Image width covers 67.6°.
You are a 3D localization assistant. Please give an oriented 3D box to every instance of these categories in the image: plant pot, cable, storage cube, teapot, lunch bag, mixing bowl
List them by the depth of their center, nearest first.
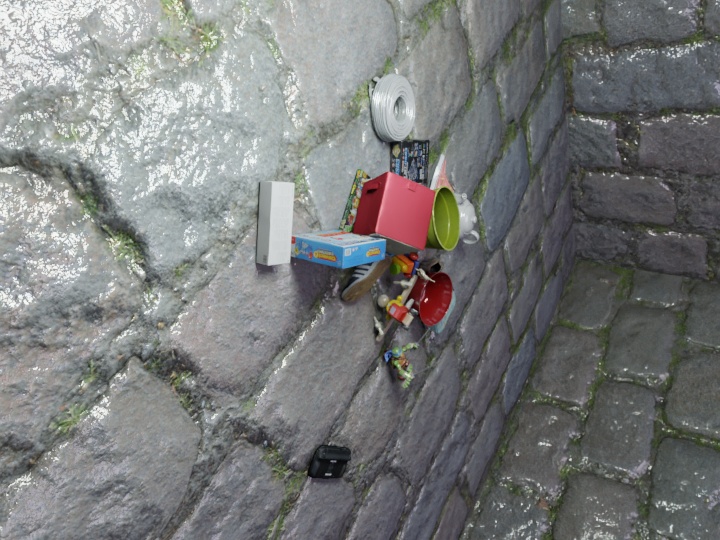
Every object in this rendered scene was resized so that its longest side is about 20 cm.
[{"bbox_3d":[0.098,-0.161,1.596,0.195,0.170,0.185,18,79,-24],"label":"storage cube"},{"bbox_3d":[0.107,-0.512,1.697,0.199,0.068,0.206,-33,125,-47],"label":"cable"},{"bbox_3d":[0.202,-0.162,1.768,0.198,0.189,0.207,6,83,-54],"label":"plant pot"},{"bbox_3d":[0.247,0.092,2.019,0.197,0.107,0.206,-17,115,-40],"label":"mixing bowl"},{"bbox_3d":[0.394,-0.205,2.132,0.198,0.143,0.204,-8,106,-55],"label":"teapot"},{"bbox_3d":[0.320,0.142,2.179,0.201,0.075,0.163,-53,138,-32],"label":"lunch bag"}]

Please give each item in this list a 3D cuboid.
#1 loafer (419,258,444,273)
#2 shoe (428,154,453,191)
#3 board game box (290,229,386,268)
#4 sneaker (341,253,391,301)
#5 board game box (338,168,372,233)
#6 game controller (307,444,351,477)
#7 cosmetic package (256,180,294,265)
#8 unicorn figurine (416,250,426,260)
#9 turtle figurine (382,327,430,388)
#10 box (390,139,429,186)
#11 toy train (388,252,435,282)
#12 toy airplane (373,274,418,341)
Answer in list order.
[{"bbox_3d":[0.286,-0.007,2.101,0.198,0.062,0.074,-4,102,-55],"label":"loafer"},{"bbox_3d":[0.301,-0.323,1.988,0.089,0.071,0.205,20,75,-10],"label":"shoe"},{"bbox_3d":[-0.062,-0.062,1.468,0.198,0.192,0.058,-13,110,-52],"label":"board game box"},{"bbox_3d":[0.000,0.000,1.698,0.200,0.109,0.070,-44,143,3],"label":"sneaker"},{"bbox_3d":[-0.006,-0.196,1.664,0.104,0.023,0.206,30,74,-56],"label":"board game box"},{"bbox_3d":[-0.098,0.625,1.751,0.199,0.042,0.106,32,87,-53],"label":"game controller"},{"bbox_3d":[-0.215,-0.120,1.357,0.081,0.050,0.207,-7,105,-52],"label":"cosmetic package"},{"bbox_3d":[0.188,-0.084,1.929,0.137,0.072,0.206,-35,127,-44],"label":"unicorn figurine"},{"bbox_3d":[0.185,0.343,1.959,0.194,0.146,0.196,-17,144,-6],"label":"turtle figurine"},{"bbox_3d":[0.170,-0.346,1.853,0.196,0.049,0.207,-20,115,-51],"label":"box"},{"bbox_3d":[0.144,-0.009,1.785,0.114,0.199,0.087,-14,132,-43],"label":"toy train"},{"bbox_3d":[0.122,0.128,1.862,0.202,0.139,0.201,-59,179,-39],"label":"toy airplane"}]
